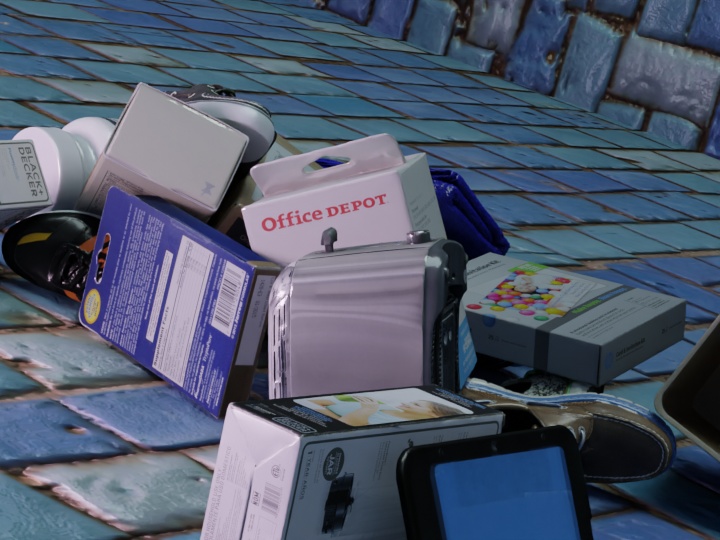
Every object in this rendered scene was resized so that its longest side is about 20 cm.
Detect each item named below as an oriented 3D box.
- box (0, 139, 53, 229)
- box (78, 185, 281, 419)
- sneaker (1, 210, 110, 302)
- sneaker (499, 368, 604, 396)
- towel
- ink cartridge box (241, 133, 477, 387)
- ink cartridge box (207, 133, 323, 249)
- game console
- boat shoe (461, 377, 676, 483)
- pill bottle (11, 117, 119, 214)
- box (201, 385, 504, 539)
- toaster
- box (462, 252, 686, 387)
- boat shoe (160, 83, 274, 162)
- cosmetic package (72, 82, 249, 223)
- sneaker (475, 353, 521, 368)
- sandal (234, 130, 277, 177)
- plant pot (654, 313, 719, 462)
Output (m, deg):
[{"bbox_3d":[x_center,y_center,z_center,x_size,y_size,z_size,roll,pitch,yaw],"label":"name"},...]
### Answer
[{"bbox_3d":[-0.354,-0.056,1.710,0.116,0.060,0.200,-23,-6,27],"label":"box"},{"bbox_3d":[-0.142,0.020,1.635,0.032,0.122,0.200,2,19,-43],"label":"box"},{"bbox_3d":[-0.201,0.003,1.747,0.199,0.070,0.090,18,10,-1],"label":"sneaker"},{"bbox_3d":[0.162,0.097,1.803,0.088,0.077,0.200,9,10,8],"label":"sneaker"},{"bbox_3d":[0.028,-0.061,1.978,0.199,0.050,0.148,10,-16,29],"label":"towel"},{"bbox_3d":[0.000,0.000,1.638,0.128,0.201,0.125,-12,7,13],"label":"ink cartridge box"},{"bbox_3d":[-0.048,-0.021,1.824,0.164,0.075,0.200,35,21,-10],"label":"ink cartridge box"},{"bbox_3d":[0.127,0.185,1.278,0.175,0.117,0.200,25,16,34],"label":"game console"},{"bbox_3d":[0.143,0.134,1.640,0.199,0.073,0.072,7,17,7],"label":"boat shoe"},{"bbox_3d":[-0.223,-0.079,1.955,0.199,0.120,0.119,2,19,-45],"label":"pill bottle"},{"bbox_3d":[-0.004,0.138,1.295,0.060,0.117,0.200,20,14,38],"label":"box"},{"bbox_3d":[0.007,0.070,1.514,0.129,0.201,0.114,1,9,13],"label":"toaster"},{"bbox_3d":[0.154,0.038,1.813,0.199,0.041,0.156,13,21,33],"label":"box"},{"bbox_3d":[-0.133,-0.128,1.778,0.069,0.057,0.200,36,-21,-30],"label":"boat shoe"},{"bbox_3d":[-0.167,-0.077,1.756,0.105,0.071,0.200,27,-18,-9],"label":"cosmetic package"},{"bbox_3d":[0.066,0.032,1.952,0.200,0.070,0.078,25,11,34],"label":"sneaker"},{"bbox_3d":[-0.125,-0.104,1.857,0.045,0.075,0.200,45,-12,-29],"label":"sandal"},{"bbox_3d":[0.363,0.097,1.719,0.200,0.200,0.177,38,-4,6],"label":"plant pot"}]
